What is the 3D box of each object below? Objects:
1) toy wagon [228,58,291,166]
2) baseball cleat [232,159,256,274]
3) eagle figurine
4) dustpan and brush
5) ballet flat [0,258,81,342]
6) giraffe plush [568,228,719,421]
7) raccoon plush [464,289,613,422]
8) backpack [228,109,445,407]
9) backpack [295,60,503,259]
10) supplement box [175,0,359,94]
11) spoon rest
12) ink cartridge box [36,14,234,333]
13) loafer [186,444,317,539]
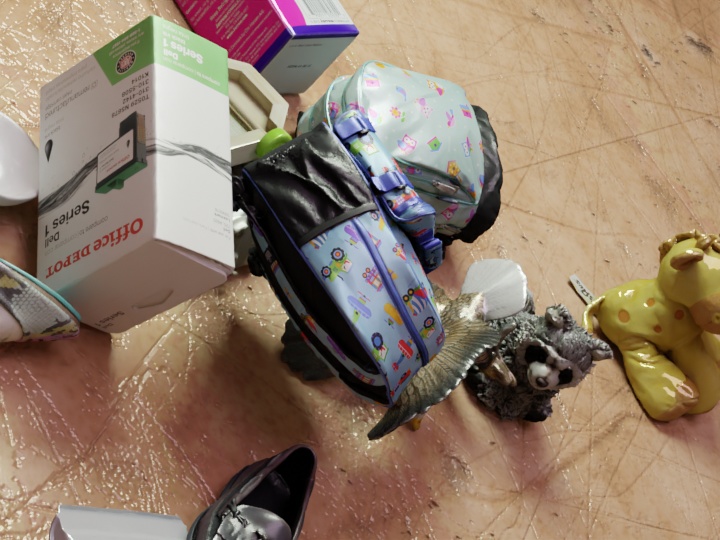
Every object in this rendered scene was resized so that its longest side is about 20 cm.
[{"bbox_3d":[-0.162,-0.135,1.565,0.200,0.040,0.155,-20,53,-35],"label":"toy wagon"},{"bbox_3d":[-0.101,-0.058,1.575,0.106,0.070,0.200,40,29,19],"label":"baseball cleat"},{"bbox_3d":[0.053,0.070,1.544,0.200,0.151,0.151,4,73,-51],"label":"eagle figurine"},{"bbox_3d":[-0.142,0.261,1.218,0.139,0.057,0.200,17,36,-53],"label":"dustpan and brush"},{"bbox_3d":[-0.290,0.006,1.289,0.200,0.069,0.071,45,57,-29],"label":"ballet flat"},{"bbox_3d":[0.336,0.033,1.839,0.200,0.162,0.173,42,35,-6],"label":"giraffe plush"},{"bbox_3d":[0.165,0.046,1.672,0.097,0.134,0.200,25,40,-25],"label":"raccoon plush"},{"bbox_3d":[0.000,0.000,1.418,0.200,0.134,0.183,55,-9,21],"label":"backpack"},{"bbox_3d":[0.036,-0.119,1.712,0.200,0.127,0.167,14,49,-33],"label":"backpack"},{"bbox_3d":[-0.109,-0.276,1.738,0.101,0.103,0.200,-11,64,-50],"label":"supplement box"},{"bbox_3d":[-0.316,-0.080,1.362,0.099,0.061,0.200,52,36,8],"label":"spoon rest"},{"bbox_3d":[-0.176,-0.072,1.387,0.084,0.146,0.201,24,51,-42],"label":"ink cartridge box"},{"bbox_3d":[-0.076,0.184,1.310,0.072,0.063,0.200,45,21,-9],"label":"loafer"}]
